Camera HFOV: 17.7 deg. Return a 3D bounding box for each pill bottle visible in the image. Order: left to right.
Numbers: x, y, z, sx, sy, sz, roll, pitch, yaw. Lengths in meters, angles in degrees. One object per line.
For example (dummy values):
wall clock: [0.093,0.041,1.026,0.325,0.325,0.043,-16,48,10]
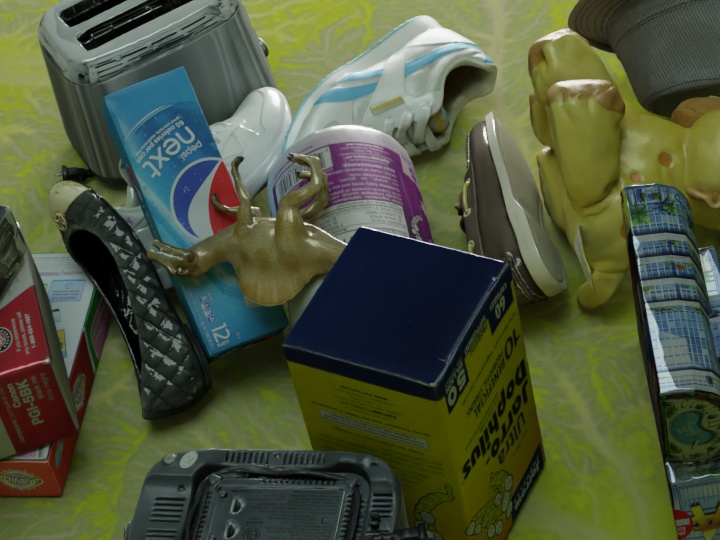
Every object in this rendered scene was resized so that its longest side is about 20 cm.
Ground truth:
pill bottle: [0.000,0.000,1.632,0.112,0.112,0.200,-13,46,1]

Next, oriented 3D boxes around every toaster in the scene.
toaster: [-0.168,-0.159,1.811,0.200,0.129,0.114,-27,46,-12]
toaster: [-0.042,0.188,1.440,0.200,0.129,0.114,-1,48,13]

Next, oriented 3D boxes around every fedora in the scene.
fedora: [0.261,-0.165,1.714,0.200,0.177,0.090,-7,73,-19]

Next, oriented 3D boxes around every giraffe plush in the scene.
giraffe plush: [0.216,-0.076,1.625,0.162,0.173,0.200,-12,54,-2]

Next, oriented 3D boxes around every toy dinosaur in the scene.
toy dinosaur: [-0.045,-0.024,1.576,0.200,0.058,0.101,3,77,29]

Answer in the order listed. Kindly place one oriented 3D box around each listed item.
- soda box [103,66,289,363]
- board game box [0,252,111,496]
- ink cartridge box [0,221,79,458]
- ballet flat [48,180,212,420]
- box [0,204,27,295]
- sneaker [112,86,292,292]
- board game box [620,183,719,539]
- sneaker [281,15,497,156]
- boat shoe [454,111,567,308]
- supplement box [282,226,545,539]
soda box: [-0.118,-0.038,1.650,0.064,0.068,0.200,-23,86,-9]
board game box: [-0.271,0.073,1.677,0.153,0.040,0.200,-1,47,13]
ink cartridge box: [-0.311,0.068,1.604,0.200,0.083,0.147,-18,47,-4]
ballet flat: [-0.174,0.016,1.653,0.057,0.066,0.200,-24,68,-24]
box: [-0.338,0.031,1.552,0.158,0.050,0.200,9,52,20]
sneaker: [-0.119,-0.080,1.740,0.075,0.100,0.200,-25,26,49]
board game box: [0.217,0.076,1.482,0.062,0.200,0.200,-10,60,5]
sneaker: [0.019,-0.117,1.765,0.081,0.077,0.200,31,62,32]
boat shoe: [0.099,-0.042,1.679,0.060,0.072,0.200,-31,37,15]
supplement box: [0.039,0.087,1.478,0.109,0.200,0.109,15,53,25]
